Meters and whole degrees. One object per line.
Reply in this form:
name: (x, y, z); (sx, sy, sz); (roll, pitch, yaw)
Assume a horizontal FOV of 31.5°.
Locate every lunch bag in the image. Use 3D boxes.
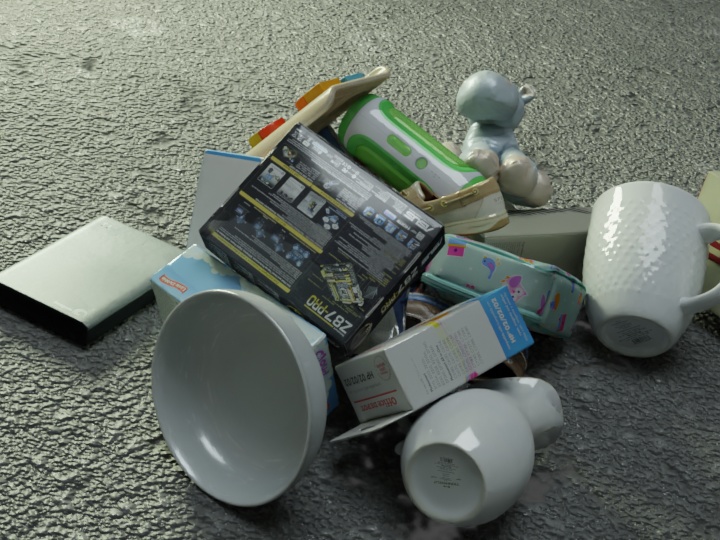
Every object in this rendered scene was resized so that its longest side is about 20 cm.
lunch bag: (0.164, 0.019, 1.475); (0.159, 0.078, 0.200); (18, -1, 27)

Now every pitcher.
pitcher: (0.093, 0.168, 1.250); (0.170, 0.122, 0.200); (0, 14, 24)

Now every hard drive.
hard drive: (-0.302, 0.008, 1.450); (0.139, 0.033, 0.200); (23, 32, 19)

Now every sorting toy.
sorting toy: (-0.067, -0.191, 1.596); (0.037, 0.185, 0.200); (55, 28, -2)

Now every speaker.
speaker: (0.066, -0.134, 1.588); (0.200, 0.089, 0.088); (41, 39, 20)

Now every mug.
mug: (0.359, 0.003, 1.520); (0.199, 0.148, 0.176); (-12, 48, 36)

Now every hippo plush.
hippo plush: (0.189, -0.174, 1.684); (0.158, 0.162, 0.200); (12, -8, 26)

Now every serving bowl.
serving bowl: (-0.103, 0.112, 1.183); (0.199, 0.202, 0.066); (30, 27, 30)

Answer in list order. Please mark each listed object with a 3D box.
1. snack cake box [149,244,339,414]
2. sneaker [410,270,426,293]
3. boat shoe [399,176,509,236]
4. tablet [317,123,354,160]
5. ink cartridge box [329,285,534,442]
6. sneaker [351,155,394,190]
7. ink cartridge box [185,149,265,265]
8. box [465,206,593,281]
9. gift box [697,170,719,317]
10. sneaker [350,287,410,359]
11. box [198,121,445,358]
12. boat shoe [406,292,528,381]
snack cake box: (-0.119, 0.072, 1.307); (0.199, 0.116, 0.067); (33, 57, 31)
sneaker: (0.000, 0.000, 1.475); (0.078, 0.076, 0.200); (6, -18, 33)
boat shoe: (0.075, -0.071, 1.504); (0.198, 0.070, 0.074); (-8, 7, 18)
tablet: (-0.061, -0.111, 1.654); (0.014, 0.130, 0.200); (33, 16, -36)
ink cartridge box: (0.056, 0.092, 1.255); (0.199, 0.115, 0.068); (-26, 89, -29)
sneaker: (0.018, -0.086, 1.646); (0.075, 0.105, 0.200); (-10, 36, -37)
ink cartridge box: (-0.097, -0.056, 1.464); (0.127, 0.126, 0.200); (10, 0, 15)
box: (0.223, -0.030, 1.642); (0.198, 0.083, 0.068); (-3, 31, -25)
gift box: (0.510, -0.007, 1.604); (0.199, 0.186, 0.187); (-6, 31, -34)
sneaker: (-0.005, 0.032, 1.361); (0.114, 0.201, 0.081); (10, -4, 0)
box: (-0.038, -0.034, 1.294); (0.199, 0.049, 0.161); (36, 73, 18)
boat shoe: (0.091, 0.079, 1.421); (0.198, 0.073, 0.073); (11, 31, 0)
